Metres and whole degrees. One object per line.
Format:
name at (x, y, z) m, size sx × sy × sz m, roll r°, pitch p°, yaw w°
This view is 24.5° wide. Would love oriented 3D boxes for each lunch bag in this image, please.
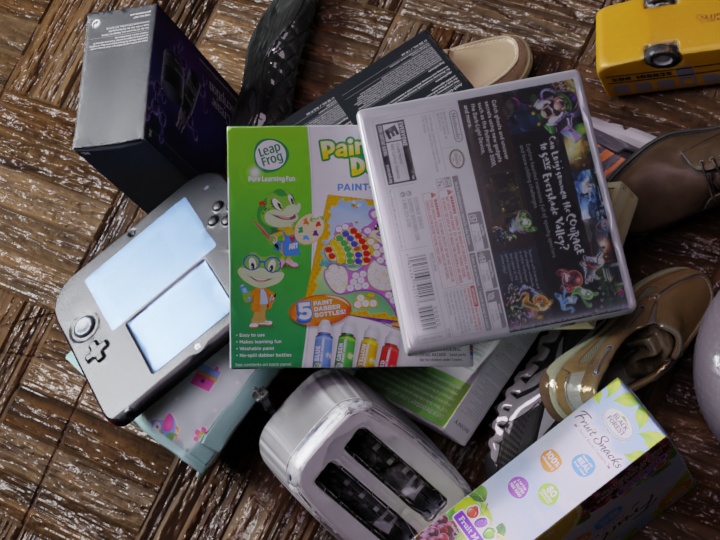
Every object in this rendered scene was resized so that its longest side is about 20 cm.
lunch bag at (-0.141, 0.076, 1.476) m, size 0.170 × 0.122 × 0.200 m, roll -52°, pitch 40°, yaw -5°

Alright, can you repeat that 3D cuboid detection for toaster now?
toaster at (0.003, 0.162, 1.348) m, size 0.114 × 0.200 × 0.129 m, roll -47°, pitch 15°, yaw -4°

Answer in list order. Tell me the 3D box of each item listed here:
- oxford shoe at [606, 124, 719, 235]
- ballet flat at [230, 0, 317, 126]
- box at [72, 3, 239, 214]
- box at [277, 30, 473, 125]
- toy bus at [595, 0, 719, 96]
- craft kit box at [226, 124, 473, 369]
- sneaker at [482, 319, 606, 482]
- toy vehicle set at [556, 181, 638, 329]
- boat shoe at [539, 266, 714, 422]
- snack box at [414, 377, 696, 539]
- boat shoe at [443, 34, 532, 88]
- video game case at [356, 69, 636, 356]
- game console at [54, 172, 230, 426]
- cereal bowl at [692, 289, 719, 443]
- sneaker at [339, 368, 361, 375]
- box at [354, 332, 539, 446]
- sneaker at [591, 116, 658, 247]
oxford shoe at (0.290, -0.084, 1.378) m, size 0.200 × 0.084 × 0.073 m, roll -25°, pitch 102°, yaw -3°
ballet flat at (-0.080, -0.202, 1.639) m, size 0.066 × 0.057 × 0.200 m, roll -10°, pitch 57°, yaw 46°
box at (-0.184, -0.137, 1.556) m, size 0.079 × 0.200 × 0.141 m, roll -4°, pitch 68°, yaw 20°
box at (0.016, -0.096, 1.440) m, size 0.200 × 0.079 × 0.141 m, roll -32°, pitch 46°, yaw -1°
toy bus at (0.308, -0.205, 1.456) m, size 0.200 × 0.078 × 0.065 m, roll -5°, pitch 66°, yaw 20°
craft kit box at (-0.008, -0.019, 1.342) m, size 0.200 × 0.049 × 0.198 m, roll -1°, pitch 89°, yaw 0°
sneaker at (0.174, 0.107, 1.385) m, size 0.090 × 0.066 × 0.200 m, roll 21°, pitch 75°, yaw 30°
toy vehicle set at (0.128, -0.010, 1.387) m, size 0.200 × 0.027 × 0.124 m, roll -2°, pitch 56°, yaw 46°
boat shoe at (0.234, 0.059, 1.334) m, size 0.200 × 0.072 × 0.076 m, roll -40°, pitch 12°, yaw -32°
snack box at (0.158, 0.188, 1.298) m, size 0.200 × 0.169 × 0.068 m, roll -37°, pitch 63°, yaw 2°
boat shoe at (0.064, -0.170, 1.547) m, size 0.200 × 0.065 × 0.072 m, roll -23°, pitch 61°, yaw 12°
video game case at (0.104, -0.046, 1.292) m, size 0.181 × 0.023 × 0.200 m, roll -11°, pitch 76°, yaw -3°
game console at (-0.166, 0.019, 1.430) m, size 0.200 × 0.031 × 0.177 m, roll -39°, pitch 43°, yaw 4°
cereal bowl at (0.361, 0.068, 1.296) m, size 0.200 × 0.083 × 0.200 m, roll -3°, pitch 72°, yaw 9°
sneaker at (0.000, 0.000, 1.488) m, size 0.087 × 0.075 × 0.200 m, roll -23°, pitch 57°, yaw 17°
box at (0.093, 0.042, 1.432) m, size 0.200 × 0.036 × 0.144 m, roll -55°, pitch 35°, yaw -9°
sneaker at (0.174, -0.083, 1.459) m, size 0.200 × 0.078 × 0.112 m, roll 20°, pitch 76°, yaw 28°
